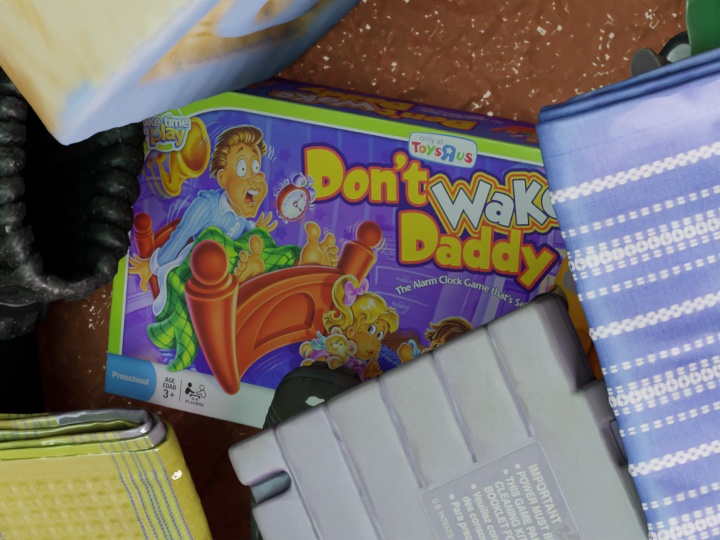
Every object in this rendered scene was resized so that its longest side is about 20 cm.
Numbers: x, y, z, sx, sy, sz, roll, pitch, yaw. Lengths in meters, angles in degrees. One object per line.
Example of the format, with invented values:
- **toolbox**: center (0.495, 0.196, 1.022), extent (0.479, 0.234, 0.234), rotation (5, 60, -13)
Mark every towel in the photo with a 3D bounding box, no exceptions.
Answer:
- **towel**: center (-0.118, 0.133, 1.010), extent (0.143, 0.023, 0.201), rotation (-6, 129, 15)
- **towel**: center (0.145, 0.026, 0.736), extent (0.144, 0.024, 0.201), rotation (-16, 90, 7)

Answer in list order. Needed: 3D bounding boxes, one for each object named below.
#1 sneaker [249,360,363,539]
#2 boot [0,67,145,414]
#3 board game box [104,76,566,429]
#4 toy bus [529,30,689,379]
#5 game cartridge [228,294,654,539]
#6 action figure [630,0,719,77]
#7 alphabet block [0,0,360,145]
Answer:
- **sneaker**: center (-0.019, 0.133, 0.958), extent (0.066, 0.091, 0.201), rotation (14, 125, 17)
- **boot**: center (-0.143, 0.019, 0.992), extent (0.157, 0.079, 0.212), rotation (-9, 98, 46)
- **board game box**: center (0.000, 0.000, 0.975), extent (0.199, 0.045, 0.135), rotation (11, 106, 20)
- **toy bus**: center (0.130, -0.020, 0.877), extent (0.201, 0.065, 0.078), rotation (-63, 31, 8)
- **game cartridge**: center (0.051, 0.123, 0.793), extent (0.129, 0.038, 0.201), rotation (-25, 82, 18)
- **action figure**: center (0.182, -0.046, 0.814), extent (0.055, 0.199, 0.119), rotation (-144, 56, -59)
- **alphabet block**: center (-0.064, -0.192, 0.877), extent (0.195, 0.196, 0.200), rotation (-41, 85, 23)
